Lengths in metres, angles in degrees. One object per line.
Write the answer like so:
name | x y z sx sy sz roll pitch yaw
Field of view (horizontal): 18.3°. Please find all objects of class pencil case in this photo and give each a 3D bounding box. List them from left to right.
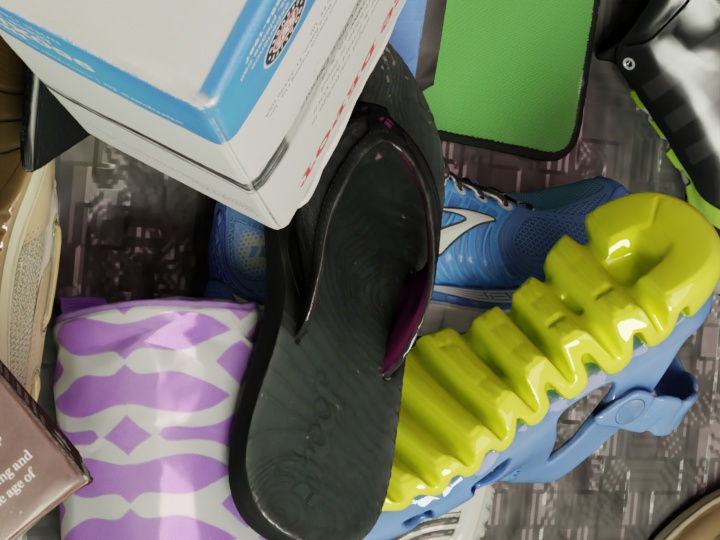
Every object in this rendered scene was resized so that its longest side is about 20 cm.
pencil case | -0.072 0.106 0.811 0.084 0.085 0.200 5 81 -38

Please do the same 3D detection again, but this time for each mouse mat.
mouse mat | 0.024 -0.137 0.926 0.200 0.008 0.161 9 90 -33

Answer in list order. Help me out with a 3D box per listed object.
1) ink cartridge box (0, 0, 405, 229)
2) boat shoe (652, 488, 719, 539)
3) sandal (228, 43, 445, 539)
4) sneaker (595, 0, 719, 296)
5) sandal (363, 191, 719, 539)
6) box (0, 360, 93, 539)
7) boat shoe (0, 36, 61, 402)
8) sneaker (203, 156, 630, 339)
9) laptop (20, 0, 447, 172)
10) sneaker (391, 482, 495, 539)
ink cartridge box | -0.034 -0.105 0.664 0.084 0.200 0.145 27 84 7
boat shoe | 0.144 0.175 0.996 0.200 0.069 0.074 -46 117 -20
sandal | 0.001 0.001 0.800 0.075 0.048 0.201 16 67 -28
sneaker | 0.145 -0.087 0.986 0.083 0.072 0.200 1 110 9
sandal | 0.057 0.056 0.852 0.200 0.080 0.087 -28 135 -3
box | -0.187 0.019 0.704 0.100 0.075 0.200 -40 98 -6
boat shoe | -0.141 -0.005 0.801 0.072 0.065 0.200 0 77 10
sneaker | 0.029 -0.020 0.899 0.200 0.079 0.089 -10 103 -31
laptop | -0.032 -0.134 0.800 0.200 0.103 0.178 -49 149 -67
sneaker | -0.020 0.118 0.881 0.088 0.076 0.200 38 74 -30
